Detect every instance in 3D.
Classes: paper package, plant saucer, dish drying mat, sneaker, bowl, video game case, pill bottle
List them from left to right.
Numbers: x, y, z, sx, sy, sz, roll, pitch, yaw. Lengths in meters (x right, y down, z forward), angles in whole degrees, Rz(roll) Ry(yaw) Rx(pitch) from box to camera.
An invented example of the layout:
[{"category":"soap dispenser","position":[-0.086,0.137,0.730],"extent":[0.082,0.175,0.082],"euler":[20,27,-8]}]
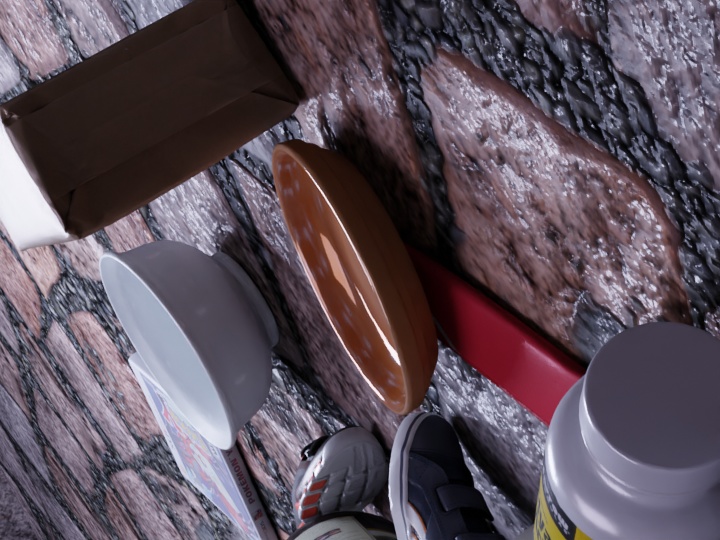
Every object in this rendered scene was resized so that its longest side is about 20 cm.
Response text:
[{"category":"paper package","position":[-0.167,-0.102,1.360],"extent":[0.104,0.190,0.200],"euler":[62,160,-9]},{"category":"video game case","position":[-0.173,0.198,2.144],"extent":[0.200,0.023,0.183],"euler":[33,151,50]},{"category":"bowl","position":[-0.134,0.047,1.685],"extent":[0.201,0.090,0.201],"euler":[48,160,23]},{"category":"sneaker","position":[-0.032,0.174,1.673],"extent":[0.200,0.077,0.082],"euler":[108,146,-55]},{"category":"plant saucer","position":[0.000,0.000,1.313],"extent":[0.200,0.037,0.200],"euler":[59,167,23]},{"category":"sneaker","position":[0.071,0.198,1.396],"extent":[0.079,0.078,0.201],"euler":[-11,76,37]},{"category":"dish drying mat","position":[0.090,0.051,1.241],"extent":[0.200,0.018,0.077],"euler":[39,154,43]},{"category":"pill bottle","position":[0.147,0.111,1.004],"extent":[0.111,0.111,0.200],"euler":[47,159,26]}]

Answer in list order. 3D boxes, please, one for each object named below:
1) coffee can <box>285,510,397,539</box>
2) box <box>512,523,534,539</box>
[{"category":"coffee can","position":[0.004,0.278,1.547],"extent":[0.147,0.146,0.200],"euler":[58,174,-6]},{"category":"box","position":[0.142,0.252,1.250],"extent":[0.109,0.128,0.200],"euler":[59,165,-16]}]
